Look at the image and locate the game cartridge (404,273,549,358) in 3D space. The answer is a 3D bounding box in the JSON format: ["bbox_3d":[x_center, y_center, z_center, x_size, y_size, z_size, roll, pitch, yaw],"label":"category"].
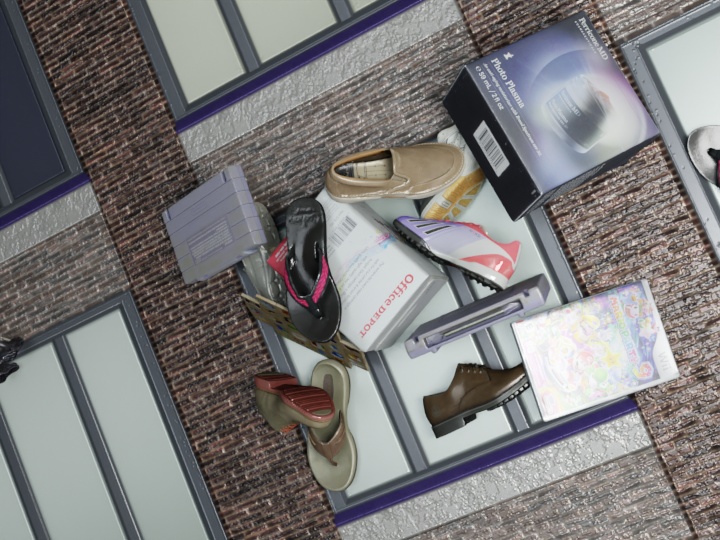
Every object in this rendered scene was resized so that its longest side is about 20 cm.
[{"bbox_3d":[0.166,0.064,1.437,0.199,0.130,0.039,-24,88,17],"label":"game cartridge"}]

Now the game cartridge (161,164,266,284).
[{"bbox_3d":[-0.224,-0.065,1.575,0.200,0.038,0.130,-25,86,45],"label":"game cartridge"}]

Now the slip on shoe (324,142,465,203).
[{"bbox_3d":[0.049,-0.141,1.412,0.199,0.061,0.076,-7,68,-5],"label":"slip on shoe"}]

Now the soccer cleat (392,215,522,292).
[{"bbox_3d":[0.133,-0.041,1.434,0.200,0.068,0.073,29,85,35],"label":"soccer cleat"}]

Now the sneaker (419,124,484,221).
[{"bbox_3d":[0.139,-0.158,1.491,0.088,0.076,0.200,39,97,28],"label":"sneaker"}]

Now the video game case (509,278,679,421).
[{"bbox_3d":[0.322,0.109,1.421,0.199,0.018,0.144,-18,85,-3],"label":"video game case"}]

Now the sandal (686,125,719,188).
[{"bbox_3d":[0.516,-0.117,1.376,0.075,0.045,0.200,-40,79,14],"label":"sandal"}]

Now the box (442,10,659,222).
[{"bbox_3d":[0.251,-0.207,1.378,0.198,0.123,0.200,-27,82,-17],"label":"box"}]

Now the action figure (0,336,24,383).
[{"bbox_3d":[-0.658,0.097,1.722,0.200,0.102,0.119,38,113,12],"label":"action figure"}]

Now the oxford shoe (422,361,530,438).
[{"bbox_3d":[0.174,0.162,1.474,0.200,0.073,0.085,-29,80,15],"label":"oxford shoe"}]

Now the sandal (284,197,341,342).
[{"bbox_3d":[-0.073,0.000,1.402,0.075,0.045,0.201,-9,85,14],"label":"sandal"}]

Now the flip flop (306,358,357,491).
[{"bbox_3d":[-0.049,0.234,1.549,0.081,0.058,0.201,2,96,18],"label":"flip flop"}]

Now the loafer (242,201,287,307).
[{"bbox_3d":[-0.144,-0.007,1.582,0.070,0.070,0.201,-26,84,52],"label":"loafer"}]

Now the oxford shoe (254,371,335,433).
[{"bbox_3d":[-0.096,0.207,1.527,0.200,0.070,0.075,20,109,60],"label":"oxford shoe"}]

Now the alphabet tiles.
[{"bbox_3d":[-0.080,0.091,1.511,0.199,0.167,0.006,24,72,16],"label":"alphabet tiles"}]

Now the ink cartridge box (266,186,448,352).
[{"bbox_3d":[0.000,0.000,1.487,0.200,0.145,0.145,43,100,14],"label":"ink cartridge box"}]
